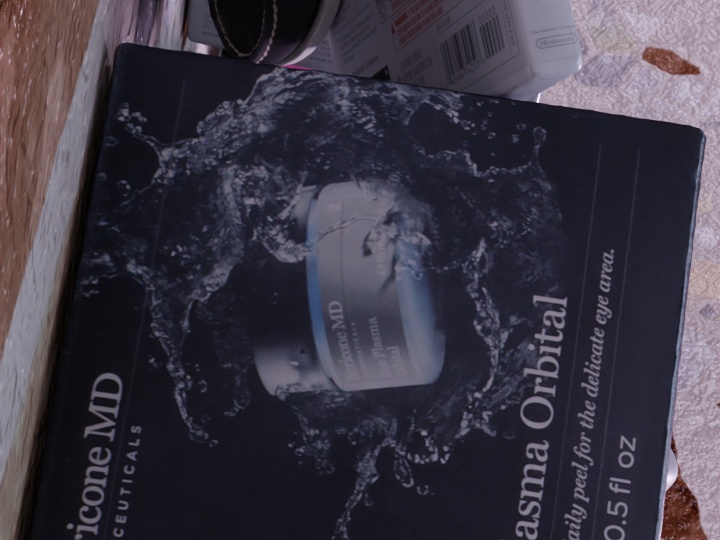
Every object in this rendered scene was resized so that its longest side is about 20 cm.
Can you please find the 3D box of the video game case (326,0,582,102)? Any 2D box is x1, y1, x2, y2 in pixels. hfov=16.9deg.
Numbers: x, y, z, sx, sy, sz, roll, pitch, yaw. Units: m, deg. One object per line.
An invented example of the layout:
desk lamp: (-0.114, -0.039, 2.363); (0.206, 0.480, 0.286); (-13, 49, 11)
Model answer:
video game case: (0.017, -0.137, 0.863); (0.200, 0.023, 0.183); (154, -76, -72)

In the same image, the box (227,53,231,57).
box: (0.005, -0.092, 1.394); (0.164, 0.165, 0.201); (-21, 119, -89)

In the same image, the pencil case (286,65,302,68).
pencil case: (-0.019, -0.094, 1.269); (0.201, 0.093, 0.091); (-71, -161, -1)

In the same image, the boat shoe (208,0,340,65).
boat shoe: (-0.041, -0.141, 0.889); (0.074, 0.060, 0.200); (52, -27, 21)

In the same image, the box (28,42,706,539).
box: (0.002, 0.046, 0.811); (0.117, 0.199, 0.198); (95, 3, -75)

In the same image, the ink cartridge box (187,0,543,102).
ink cartridge box: (0.015, -0.173, 1.012); (0.050, 0.161, 0.201); (-69, 170, -57)

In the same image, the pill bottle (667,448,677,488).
pill bottle: (0.048, 0.122, 1.187); (0.200, 0.112, 0.112); (-42, -170, 13)
